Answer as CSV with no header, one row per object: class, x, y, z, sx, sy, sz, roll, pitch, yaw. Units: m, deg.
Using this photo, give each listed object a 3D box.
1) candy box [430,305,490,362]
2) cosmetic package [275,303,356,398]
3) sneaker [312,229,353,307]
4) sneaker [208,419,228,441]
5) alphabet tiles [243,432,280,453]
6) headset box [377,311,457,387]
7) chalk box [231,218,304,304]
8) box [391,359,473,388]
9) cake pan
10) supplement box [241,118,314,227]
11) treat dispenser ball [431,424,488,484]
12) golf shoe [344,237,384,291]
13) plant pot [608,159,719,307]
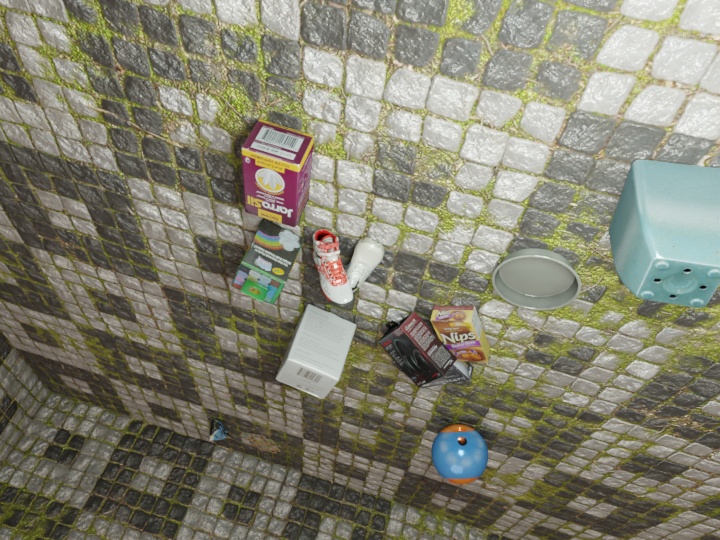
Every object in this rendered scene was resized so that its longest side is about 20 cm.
candy box,0.278,0.177,1.577,0.116,0.057,0.201,-2,137,28
cosmetic package,-0.134,0.246,1.733,0.166,0.201,0.167,24,143,-6
sneaker,-0.071,-0.011,1.398,0.067,0.202,0.108,-13,138,-16
sneaker,-0.692,0.785,2.812,0.089,0.079,0.200,7,150,-16
alphabet tiles,-0.491,0.861,2.852,0.165,0.006,0.201,5,141,19
headset box,0.151,0.217,1.615,0.200,0.077,0.149,47,146,0
chalk box,-0.244,-0.005,1.462,0.124,0.201,0.124,27,143,-9
box,0.219,0.290,1.754,0.199,0.049,0.158,-23,125,43
cake pan,0.408,0.020,1.329,0.199,0.037,0.201,13,143,10
supplement box,-0.182,-0.209,1.253,0.130,0.104,0.201,16,144,3
treat dispenser ball,0.351,0.649,2.025,0.199,0.202,0.202,13,143,10
golf shoe,0.000,0.000,1.444,0.078,0.098,0.200,24,143,-4
plant pot,0.570,-0.050,1.028,0.194,0.201,0.197,9,143,13
